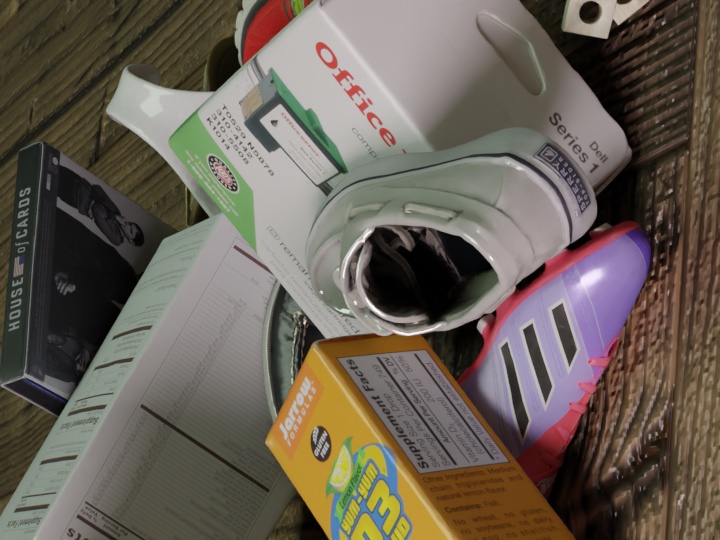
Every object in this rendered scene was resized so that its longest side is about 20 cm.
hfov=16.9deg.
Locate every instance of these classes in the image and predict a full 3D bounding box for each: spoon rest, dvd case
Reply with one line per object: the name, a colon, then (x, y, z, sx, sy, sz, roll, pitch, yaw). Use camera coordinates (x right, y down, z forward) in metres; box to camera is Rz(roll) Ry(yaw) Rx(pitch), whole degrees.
spoon rest: (-0.074, -0.068, 1.380, 0.199, 0.060, 0.100, 27, 97, 34)
dvd case: (-0.131, 0.034, 1.410, 0.025, 0.200, 0.151, -18, 56, 29)

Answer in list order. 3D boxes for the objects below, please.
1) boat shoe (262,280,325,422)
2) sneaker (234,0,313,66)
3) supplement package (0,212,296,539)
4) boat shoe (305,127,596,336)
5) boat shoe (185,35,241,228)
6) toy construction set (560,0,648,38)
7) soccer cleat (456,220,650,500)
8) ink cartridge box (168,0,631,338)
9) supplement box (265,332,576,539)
boat shoe: (0.000, 0.000, 1.246, 0.060, 0.073, 0.202, 145, 141, -67)
sneaker: (-0.014, -0.133, 1.349, 0.200, 0.076, 0.086, 132, 139, -54)
supplement package: (-0.095, 0.088, 1.289, 0.201, 0.113, 0.109, -60, 15, -18)
boat shoe: (0.022, -0.004, 1.010, 0.066, 0.072, 0.199, -44, 16, -27)
boat shoe: (-0.069, -0.040, 1.458, 0.066, 0.073, 0.202, 115, 161, -63)
toy construction set: (0.079, -0.190, 1.104, 0.132, 0.092, 0.200, -60, 29, 15)
soccer cleat: (0.074, 0.057, 1.051, 0.077, 0.066, 0.200, 52, 129, 15)
ink cartridge box: (0.013, -0.058, 1.116, 0.084, 0.146, 0.200, -41, 4, -27)
supplement box: (0.039, 0.114, 0.994, 0.200, 0.068, 0.067, 54, 132, 37)
